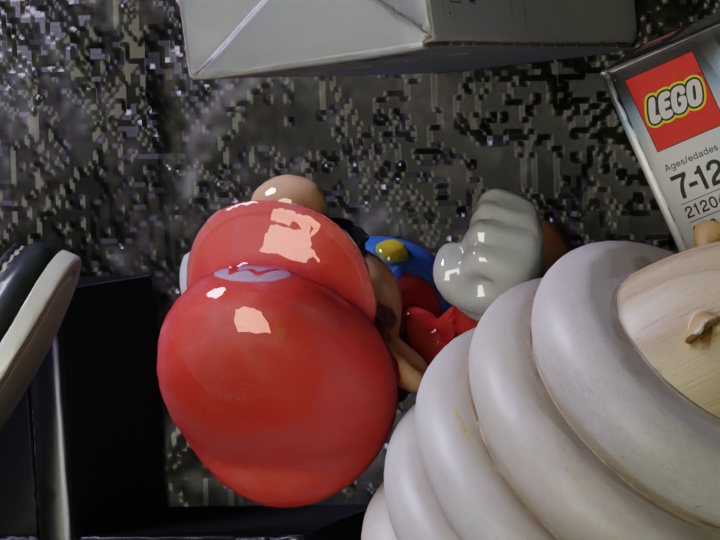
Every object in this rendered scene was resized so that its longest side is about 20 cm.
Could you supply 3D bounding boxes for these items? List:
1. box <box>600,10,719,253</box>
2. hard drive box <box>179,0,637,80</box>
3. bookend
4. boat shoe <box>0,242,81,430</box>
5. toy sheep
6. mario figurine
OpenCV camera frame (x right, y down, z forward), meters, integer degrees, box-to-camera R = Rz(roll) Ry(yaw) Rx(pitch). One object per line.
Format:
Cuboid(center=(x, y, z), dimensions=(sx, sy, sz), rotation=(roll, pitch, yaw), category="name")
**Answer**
Cuboid(center=(0.176, -0.045, 0.831), dimensions=(0.199, 0.035, 0.111), rotation=(-23, 95, 29), category="box")
Cuboid(center=(0.013, -0.138, 0.907), dimensions=(0.076, 0.200, 0.157), rotation=(-7, 91, 23), category="hard drive box")
Cuboid(center=(-0.083, 0.087, 1.019), dimensions=(0.199, 0.092, 0.200), rotation=(-2, 93, 21), category="bookend")
Cuboid(center=(-0.162, 0.062, 0.959), dimensions=(0.066, 0.075, 0.200), rotation=(36, 113, 3), category="boat shoe")
Cuboid(center=(0.069, 0.068, 0.830), dimensions=(0.138, 0.138, 0.200), rotation=(43, 117, 14), category="toy sheep")
Cuboid(center=(0.000, 0.000, 0.921), dimensions=(0.106, 0.200, 0.124), rotation=(46, 108, 12), category="mario figurine")
